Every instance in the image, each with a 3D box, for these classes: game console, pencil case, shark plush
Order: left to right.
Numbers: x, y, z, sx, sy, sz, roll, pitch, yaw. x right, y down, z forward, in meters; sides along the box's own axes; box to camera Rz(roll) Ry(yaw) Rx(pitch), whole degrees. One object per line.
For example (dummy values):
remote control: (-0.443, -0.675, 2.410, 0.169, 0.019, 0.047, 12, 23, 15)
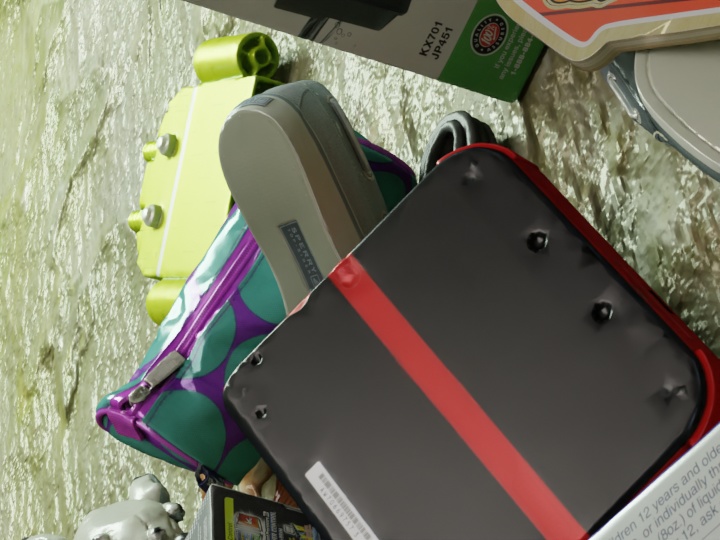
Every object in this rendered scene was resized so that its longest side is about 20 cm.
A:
shark plush: (-0.105, 0.166, 1.355, 0.199, 0.091, 0.084, -11, 105, 55)
pencil case: (-0.053, 0.014, 1.280, 0.085, 0.092, 0.201, 27, 83, 33)
game console: (0.048, 0.056, 1.055, 0.177, 0.031, 0.200, -46, 52, 7)

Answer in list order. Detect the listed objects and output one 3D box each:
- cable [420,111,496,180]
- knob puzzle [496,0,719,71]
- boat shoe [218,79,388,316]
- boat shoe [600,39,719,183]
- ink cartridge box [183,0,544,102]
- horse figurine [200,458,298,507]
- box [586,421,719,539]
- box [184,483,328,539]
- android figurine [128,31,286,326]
cable: (0.059, 0.003, 1.173, 0.098, 0.050, 0.200, -62, 18, 23)
knob puzzle: (0.118, -0.179, 1.056, 0.219, 0.030, 0.221, -26, 47, 32)
boat shoe: (-0.001, 0.000, 1.215, 0.070, 0.071, 0.202, -12, 105, 42)
boat shoe: (0.142, -0.088, 1.055, 0.200, 0.072, 0.062, 59, 173, 47)
ink cartridge box: (0.009, -0.183, 1.184, 0.147, 0.199, 0.083, -64, 29, 23)
horse figurine: (-0.064, 0.111, 1.355, 0.200, 0.050, 0.134, -172, 89, -66)
box: (0.146, 0.164, 0.804, 0.184, 0.105, 0.201, -44, 37, 20)
box: (0.005, 0.185, 1.017, 0.201, 0.159, 0.044, -98, 28, -56)
android figurine: (-0.091, -0.053, 1.501, 0.200, 0.041, 0.184, 4, 81, 62)
